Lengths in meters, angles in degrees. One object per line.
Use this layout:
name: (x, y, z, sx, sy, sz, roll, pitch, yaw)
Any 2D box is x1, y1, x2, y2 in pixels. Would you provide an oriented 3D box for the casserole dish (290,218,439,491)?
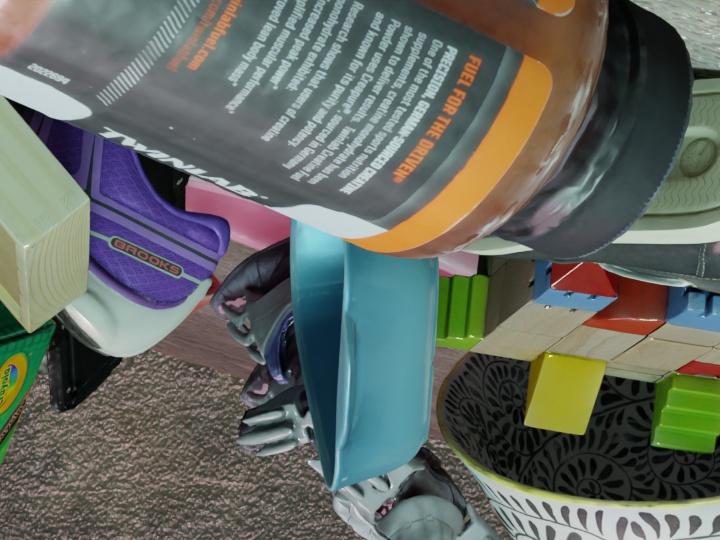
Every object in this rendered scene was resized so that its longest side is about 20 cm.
casserole dish: (0.000, 0.000, 1.065, 0.039, 0.121, 0.200, 0, -154, -8)

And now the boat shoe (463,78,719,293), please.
boat shoe: (0.079, -0.027, 0.935, 0.068, 0.072, 0.200, 29, 167, -39)

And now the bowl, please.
bowl: (0.136, 0.087, 1.176, 0.201, 0.094, 0.201, -6, -156, 3)

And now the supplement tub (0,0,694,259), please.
supplement tub: (-0.013, -0.067, 0.698, 0.200, 0.107, 0.107, 23, 173, -30)

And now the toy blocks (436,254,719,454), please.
toy blocks: (0.130, 0.006, 1.039, 0.200, 0.100, 0.137, 9, 167, -9)

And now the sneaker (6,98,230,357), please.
sneaker: (-0.127, -0.059, 1.036, 0.200, 0.083, 0.081, 47, 170, 4)

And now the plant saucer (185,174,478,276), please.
plant saucer: (-0.006, -0.031, 1.271, 0.200, 0.051, 0.201, 18, 174, 2)

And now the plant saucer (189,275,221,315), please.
plant saucer: (-0.196, -0.014, 1.301, 0.200, 0.037, 0.200, -10, -142, -30)

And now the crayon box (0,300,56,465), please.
crayon box: (-0.215, 0.014, 1.076, 0.200, 0.119, 0.058, 40, -147, 26)

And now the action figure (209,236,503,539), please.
action figure: (-0.004, 0.073, 1.168, 0.130, 0.069, 0.200, 55, -179, -37)

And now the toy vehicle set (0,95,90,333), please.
toy vehicle set: (-0.163, -0.074, 0.931, 0.200, 0.027, 0.124, 49, 167, 6)

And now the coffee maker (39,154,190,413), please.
coffee maker: (-0.179, -0.064, 1.168, 0.200, 0.192, 0.135, 23, -151, 16)
